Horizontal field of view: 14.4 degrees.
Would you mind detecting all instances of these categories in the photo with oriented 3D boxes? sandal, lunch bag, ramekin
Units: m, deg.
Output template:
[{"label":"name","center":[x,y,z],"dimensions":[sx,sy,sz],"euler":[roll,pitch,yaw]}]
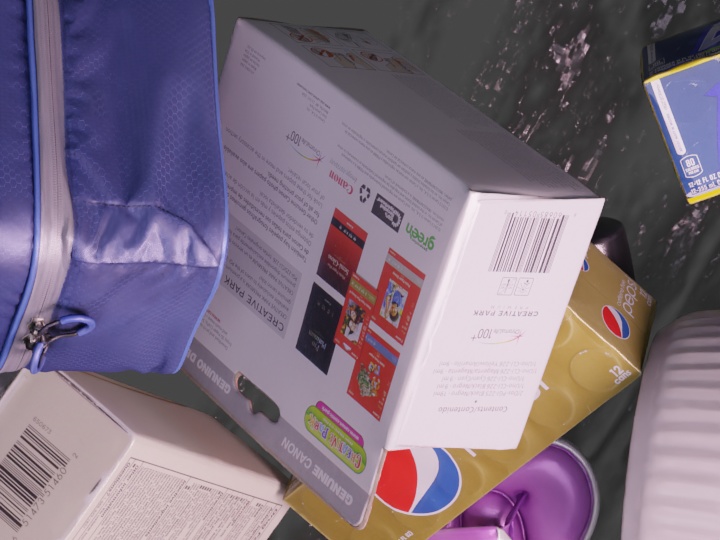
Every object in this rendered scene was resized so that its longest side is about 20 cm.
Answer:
[{"label":"sandal","center":[0.045,0.166,1.478],"dimensions":[0.203,0.050,0.082],"euler":[-41,101,18]},{"label":"lunch bag","center":[-0.140,-0.044,1.281],"dimensions":[0.132,0.201,0.136],"euler":[4,147,-17]},{"label":"ramekin","center":[0.188,0.111,1.375],"dimensions":[0.105,0.200,0.201],"euler":[6,110,13]}]

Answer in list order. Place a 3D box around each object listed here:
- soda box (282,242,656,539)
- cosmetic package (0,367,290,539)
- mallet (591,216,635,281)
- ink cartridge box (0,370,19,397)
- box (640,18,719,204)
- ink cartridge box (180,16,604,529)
[{"label":"soda box","center":[0.053,0.065,1.408],"dimensions":[0.068,0.064,0.200],"euler":[41,123,-13]},{"label":"cosmetic package","center":[-0.119,0.114,1.385],"dimensions":[0.073,0.200,0.104],"euler":[38,93,23]},{"label":"mallet","center":[0.041,0.005,1.434],"dimensions":[0.199,0.041,0.066],"euler":[2,112,8]},{"label":"ink cartridge box","center":[-0.267,0.045,1.414],"dimensions":[0.199,0.146,0.085],"euler":[18,104,-2]},{"label":"box","center":[0.238,-0.103,1.362],"dimensions":[0.199,0.064,0.070],"euler":[-20,106,11]},{"label":"ink cartridge box","center":[0.000,0.000,1.347],"dimensions":[0.084,0.200,0.176],"euler":[2,116,-39]}]
